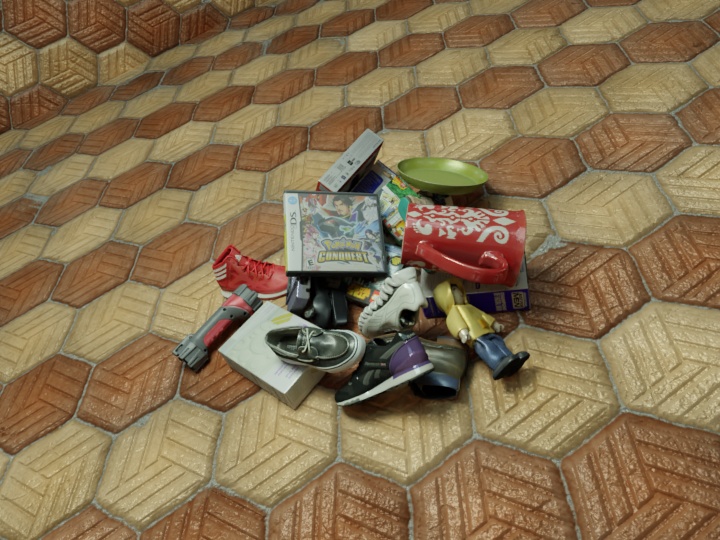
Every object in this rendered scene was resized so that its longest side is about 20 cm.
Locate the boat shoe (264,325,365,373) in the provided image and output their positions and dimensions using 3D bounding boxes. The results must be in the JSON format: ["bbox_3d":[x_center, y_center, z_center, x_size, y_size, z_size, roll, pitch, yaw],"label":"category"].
[{"bbox_3d":[-0.085,0.131,0.981,0.199,0.071,0.073,-8,61,36],"label":"boat shoe"}]

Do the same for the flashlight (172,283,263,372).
[{"bbox_3d":[-0.290,0.120,1.196,0.067,0.068,0.200,20,61,38],"label":"flashlight"}]

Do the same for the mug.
[{"bbox_3d":[0.172,-0.052,0.979,0.198,0.178,0.135,9,92,5],"label":"mug"}]

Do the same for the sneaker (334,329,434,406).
[{"bbox_3d":[0.028,0.161,0.964,0.199,0.075,0.088,-31,77,31],"label":"sneaker"}]

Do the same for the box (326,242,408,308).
[{"bbox_3d":[0.000,0.000,1.193,0.199,0.040,0.138,17,71,34],"label":"box"}]

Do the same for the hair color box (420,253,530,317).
[{"bbox_3d":[0.216,0.023,1.093,0.198,0.065,0.110,-7,44,17],"label":"hair color box"}]

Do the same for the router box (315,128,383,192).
[{"bbox_3d":[-0.038,-0.206,1.343,0.049,0.180,0.200,36,61,4],"label":"router box"}]

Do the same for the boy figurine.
[{"bbox_3d":[0.201,0.094,0.992,0.124,0.065,0.200,0,44,-42],"label":"boy figurine"}]

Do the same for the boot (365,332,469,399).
[{"bbox_3d":[0.086,0.166,0.991,0.198,0.075,0.097,-3,42,16],"label":"boot"}]

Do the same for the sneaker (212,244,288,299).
[{"bbox_3d":[-0.232,0.000,1.251,0.198,0.116,0.079,-10,43,11],"label":"sneaker"}]

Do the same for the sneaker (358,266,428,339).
[{"bbox_3d":[0.056,0.080,1.023,0.075,0.200,0.081,-20,65,-32],"label":"sneaker"}]

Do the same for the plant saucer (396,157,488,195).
[{"bbox_3d":[0.175,-0.202,1.245,0.198,0.031,0.200,4,27,-2],"label":"plant saucer"}]

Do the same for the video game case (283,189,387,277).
[{"bbox_3d":[-0.052,-0.074,1.140,0.198,0.026,0.182,0,65,-12],"label":"video game case"}]

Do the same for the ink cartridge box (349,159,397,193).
[{"bbox_3d":[0.020,-0.163,1.341,0.094,0.037,0.200,39,63,-1],"label":"ink cartridge box"}]

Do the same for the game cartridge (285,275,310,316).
[{"bbox_3d":[-0.124,-0.012,1.182,0.038,0.130,0.202,11,63,-17],"label":"game cartridge"}]

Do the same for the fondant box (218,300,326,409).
[{"bbox_3d":[-0.154,0.156,1.107,0.199,0.059,0.144,23,58,36],"label":"fondant box"}]

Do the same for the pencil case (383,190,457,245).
[{"bbox_3d":[0.114,-0.117,1.263,0.199,0.078,0.089,-32,43,-11],"label":"pencil case"}]

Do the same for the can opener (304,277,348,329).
[{"bbox_3d":[-0.082,0.036,1.164,0.078,0.064,0.201,5,48,-28],"label":"can opener"}]

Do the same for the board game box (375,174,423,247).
[{"bbox_3d":[0.108,-0.098,1.206,0.105,0.023,0.200,-41,79,-15],"label":"board game box"}]

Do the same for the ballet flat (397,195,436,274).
[{"bbox_3d":[0.135,-0.074,1.130,0.067,0.068,0.201,6,48,-28],"label":"ballet flat"}]
